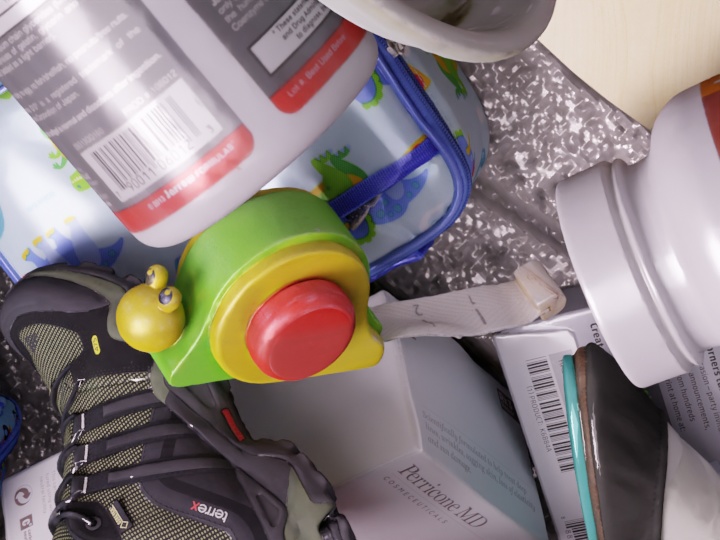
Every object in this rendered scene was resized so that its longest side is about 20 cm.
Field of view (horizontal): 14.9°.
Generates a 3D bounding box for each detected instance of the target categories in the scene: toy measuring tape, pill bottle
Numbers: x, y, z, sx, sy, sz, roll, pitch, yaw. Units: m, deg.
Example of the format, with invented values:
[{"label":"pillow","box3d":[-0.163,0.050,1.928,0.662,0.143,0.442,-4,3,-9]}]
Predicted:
[{"label":"toy measuring tape","box3d":[0.000,0.000,1.033,0.199,0.073,0.074,-8,115,-31]},{"label":"pill bottle","box3d":[0.179,-0.032,1.016,0.199,0.112,0.113,-23,103,13]},{"label":"pill bottle","box3d":[-0.096,-0.117,0.982,0.116,0.116,0.200,-35,102,22]}]

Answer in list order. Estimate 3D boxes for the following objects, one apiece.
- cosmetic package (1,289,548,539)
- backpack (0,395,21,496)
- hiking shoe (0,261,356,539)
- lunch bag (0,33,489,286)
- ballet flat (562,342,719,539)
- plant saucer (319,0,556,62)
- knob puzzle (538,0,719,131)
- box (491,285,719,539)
[{"label":"cosmetic package","box3d":[-0.037,0.100,1.136,0.199,0.082,0.113,-27,143,23]},{"label":"backpack","box3d":[-0.216,0.073,1.150,0.134,0.183,0.201,11,100,0]},{"label":"hiking shoe","box3d":[-0.090,0.076,1.039,0.200,0.100,0.076,42,156,31]},{"label":"lunch bag","box3d":[-0.057,-0.048,1.114,0.199,0.083,0.161,-29,103,22]},{"label":"ballet flat","box3d":[0.118,0.115,1.099,0.068,0.068,0.201,-3,120,4]},{"label":"plant saucer","box3d":[-0.012,-0.152,0.971,0.050,0.200,0.201,-32,99,31]},{"label":"knob puzzle","box3d":[0.134,-0.148,1.057,0.218,0.030,0.221,4,110,11]},{"label":"box","box3d":[0.171,0.067,1.120,0.199,0.041,0.157,-14,106,19]}]
